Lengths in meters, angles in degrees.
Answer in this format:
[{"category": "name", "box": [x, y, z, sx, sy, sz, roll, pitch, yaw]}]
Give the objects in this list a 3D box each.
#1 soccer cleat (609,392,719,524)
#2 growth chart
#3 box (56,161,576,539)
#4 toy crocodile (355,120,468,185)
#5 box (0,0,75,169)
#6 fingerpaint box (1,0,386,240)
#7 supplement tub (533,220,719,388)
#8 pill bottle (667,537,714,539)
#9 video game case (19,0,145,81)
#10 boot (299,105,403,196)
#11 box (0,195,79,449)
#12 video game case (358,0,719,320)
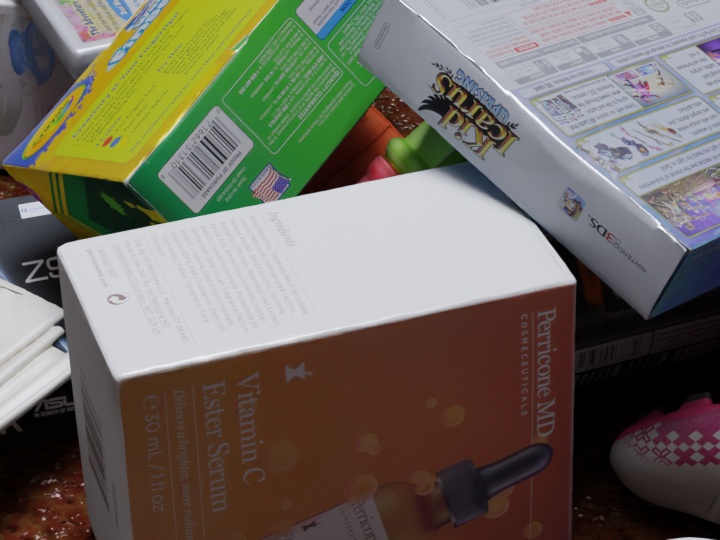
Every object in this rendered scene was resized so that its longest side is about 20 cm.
[{"category": "soccer cleat", "box": [0.201, 0.101, 1.079, 0.199, 0.070, 0.087, -2, 63, 22]}, {"category": "growth chart", "box": [-0.221, 0.031, 1.181, 0.200, 0.018, 0.145, 27, 44, 36]}, {"category": "box", "box": [-0.017, 0.058, 1.082, 0.199, 0.153, 0.106, -12, 35, -14]}, {"category": "toy crocodile", "box": [0.000, 0.000, 1.163, 0.062, 0.200, 0.068, 24, 21, -32]}, {"category": "box", "box": [-0.153, -0.123, 1.407, 0.199, 0.113, 0.101, 7, 34, 13]}, {"category": "fingerpaint box", "box": [-0.057, -0.096, 1.189, 0.200, 0.073, 0.167, -51, 24, -15]}, {"category": "supplement tub", "box": [0.143, -0.007, 1.212, 0.199, 0.107, 0.107, -14, 35, -16]}, {"category": "pill bottle", "box": [0.105, 0.190, 0.908, 0.111, 0.111, 0.200, 9, 35, 18]}, {"category": "video game case", "box": [-0.101, -0.173, 1.359, 0.181, 0.024, 0.200, -15, 38, -20]}, {"category": "boot", "box": [-0.018, -0.027, 1.263, 0.107, 0.075, 0.200, 37, 36, -5]}, {"category": "box", "box": [-0.185, 0.026, 1.243, 0.199, 0.044, 0.160, -9, 34, -10]}, {"category": "video game case", "box": [0.127, -0.073, 1.130, 0.181, 0.046, 0.200, 42, 37, 23]}]
